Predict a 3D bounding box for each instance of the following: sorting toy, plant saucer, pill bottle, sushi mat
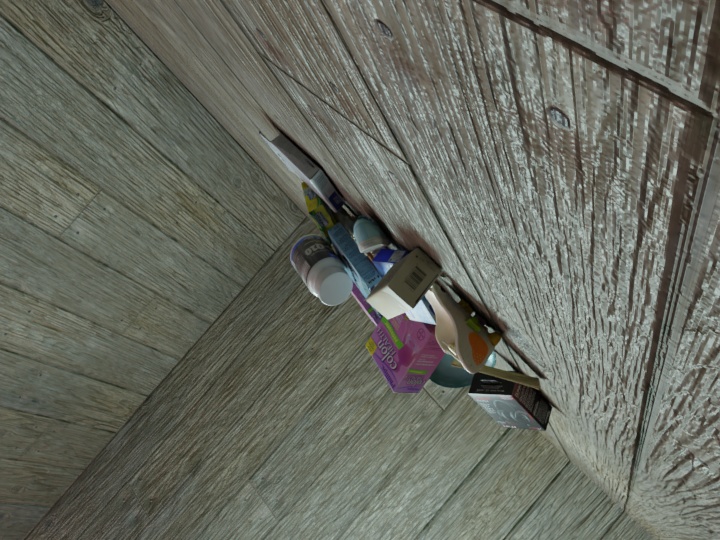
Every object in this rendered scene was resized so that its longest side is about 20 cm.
[{"bbox_3d":[0.196,0.100,1.336,0.181,0.106,0.200,51,178,-7],"label":"sorting toy"},{"bbox_3d":[0.269,0.244,1.707,0.200,0.198,0.028,44,-154,-33],"label":"plant saucer"},{"bbox_3d":[-0.101,-0.002,1.630,0.114,0.114,0.200,44,-177,-40],"label":"pill bottle"},{"bbox_3d":[0.298,0.224,1.387,0.195,0.012,0.096,14,-175,11],"label":"sushi mat"}]

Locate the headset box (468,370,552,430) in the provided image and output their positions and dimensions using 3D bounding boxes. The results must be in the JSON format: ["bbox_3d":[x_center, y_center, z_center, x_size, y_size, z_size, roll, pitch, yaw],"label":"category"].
[{"bbox_3d":[0.396,0.342,1.682,0.147,0.078,0.200,-9,136,48],"label":"headset box"}]

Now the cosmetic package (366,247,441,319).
[{"bbox_3d":[0.086,0.032,1.302,0.071,0.106,0.200,40,166,-2],"label":"cosmetic package"}]

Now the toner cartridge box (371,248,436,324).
[{"bbox_3d":[0.114,0.039,1.477,0.094,0.043,0.201,8,139,50],"label":"toner cartridge box"}]

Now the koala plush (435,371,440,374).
[{"bbox_3d":[0.212,0.177,1.767,0.177,0.183,0.202,41,165,47],"label":"koala plush"}]

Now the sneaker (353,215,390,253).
[{"bbox_3d":[0.025,-0.088,1.453,0.200,0.072,0.084,3,-111,-85],"label":"sneaker"}]

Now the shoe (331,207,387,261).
[{"bbox_3d":[-0.001,-0.106,1.705,0.200,0.053,0.070,48,-162,-12],"label":"shoe"}]

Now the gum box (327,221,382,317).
[{"bbox_3d":[0.000,0.000,1.583,0.201,0.044,0.171,54,172,29],"label":"gum box"}]

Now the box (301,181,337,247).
[{"bbox_3d":[-0.104,-0.155,1.670,0.118,0.048,0.202,58,-171,-35],"label":"box"}]

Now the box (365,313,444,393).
[{"bbox_3d":[0.128,0.185,1.653,0.095,0.202,0.177,9,-148,-37],"label":"box"}]

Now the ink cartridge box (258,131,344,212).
[{"bbox_3d":[-0.139,-0.249,1.530,0.200,0.041,0.200,43,178,23],"label":"ink cartridge box"}]

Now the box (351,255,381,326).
[{"bbox_3d":[0.024,0.054,1.814,0.201,0.096,0.176,52,177,-16],"label":"box"}]
